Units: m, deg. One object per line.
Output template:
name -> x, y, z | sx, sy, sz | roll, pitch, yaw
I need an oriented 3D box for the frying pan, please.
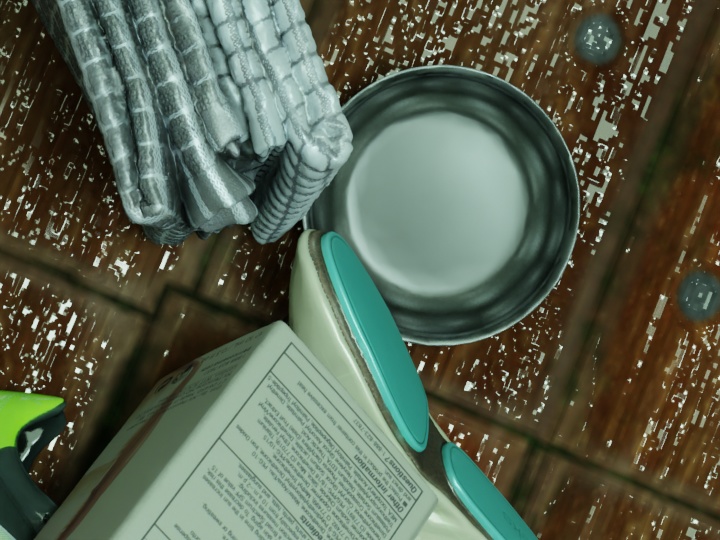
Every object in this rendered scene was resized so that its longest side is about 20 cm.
frying pan -> 0.016, 0.007, 1.217 | 0.115, 0.031, 0.191 | 27, 95, -4

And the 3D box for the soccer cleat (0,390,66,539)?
soccer cleat -> -0.136, 0.133, 1.133 | 0.081, 0.068, 0.201 | -5, 61, -9

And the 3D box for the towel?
towel -> -0.083, -0.104, 1.132 | 0.085, 0.166, 0.201 | -21, 87, -10

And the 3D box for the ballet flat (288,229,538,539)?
ballet flat -> 0.010, 0.078, 1.189 | 0.069, 0.069, 0.200 | -36, 106, -11

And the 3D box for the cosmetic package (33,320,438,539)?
cosmetic package -> -0.069, 0.126, 1.097 | 0.103, 0.087, 0.200 | 50, 46, -13
